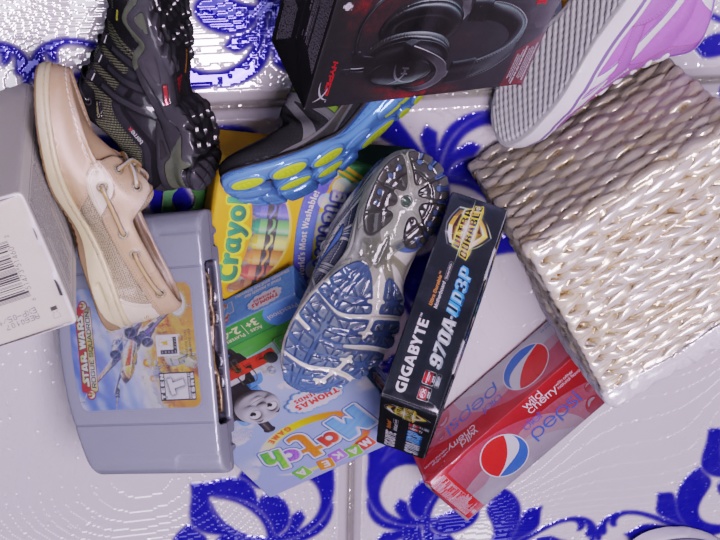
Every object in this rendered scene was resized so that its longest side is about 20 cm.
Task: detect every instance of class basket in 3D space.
[{"bbox_3d":[0.216,-0.041,1.036,0.199,0.198,0.161,-31,118,5],"label":"basket"}]

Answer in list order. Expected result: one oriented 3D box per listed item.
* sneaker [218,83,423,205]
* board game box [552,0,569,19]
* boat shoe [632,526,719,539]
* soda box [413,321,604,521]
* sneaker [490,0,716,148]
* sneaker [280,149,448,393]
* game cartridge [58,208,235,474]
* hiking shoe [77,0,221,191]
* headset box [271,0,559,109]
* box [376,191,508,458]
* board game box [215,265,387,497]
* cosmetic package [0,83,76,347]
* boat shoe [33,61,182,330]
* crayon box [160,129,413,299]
[{"bbox_3d":[-0.029,-0.121,0.990,0.199,0.071,0.083,-41,77,-15],"label":"sneaker"},{"bbox_3d":[0.189,-0.267,1.002,0.199,0.034,0.135,-14,120,-6],"label":"board game box"},{"bbox_3d":[0.354,0.313,1.327,0.199,0.066,0.072,21,111,-22],"label":"boat shoe"},{"bbox_3d":[0.139,0.124,1.176,0.200,0.070,0.063,-42,119,10],"label":"soda box"},{"bbox_3d":[0.192,-0.159,1.015,0.114,0.073,0.201,8,139,-37],"label":"sneaker"},{"bbox_3d":[0.000,0.000,1.005,0.077,0.085,0.201,29,95,-18],"label":"sneaker"},{"bbox_3d":[-0.168,0.058,1.025,0.132,0.042,0.201,-5,93,15],"label":"game cartridge"},{"bbox_3d":[-0.171,-0.148,0.955,0.100,0.076,0.201,-8,104,17],"label":"hiking shoe"},{"bbox_3d":[0.054,-0.196,0.909,0.199,0.078,0.149,-9,146,-24],"label":"headset box"},{"bbox_3d":[0.060,0.049,1.017,0.046,0.200,0.160,19,75,6],"label":"box"},{"bbox_3d":[-0.066,0.098,1.101,0.151,0.037,0.200,-26,131,16],"label":"board game box"},{"bbox_3d":[-0.247,-0.042,0.925,0.073,0.200,0.104,-18,119,-3],"label":"cosmetic package"},{"bbox_3d":[-0.179,-0.057,0.947,0.064,0.071,0.201,-14,114,1],"label":"boat shoe"},{"bbox_3d":[-0.057,-0.039,1.056,0.199,0.052,0.126,4,116,-15],"label":"crayon box"}]
